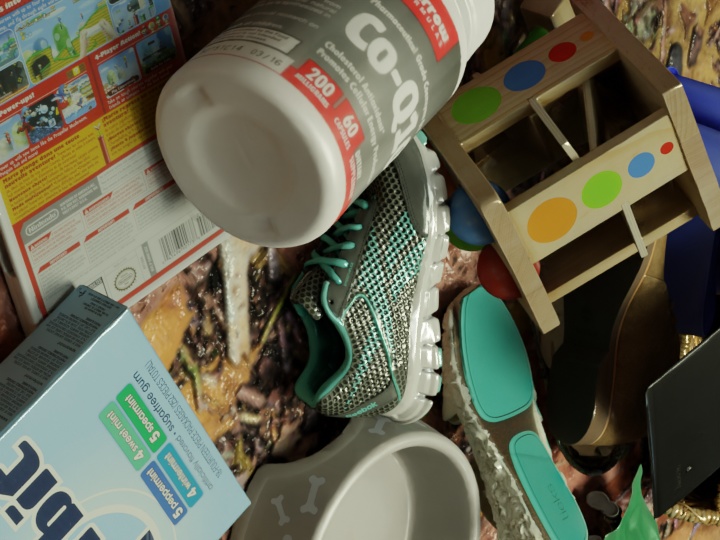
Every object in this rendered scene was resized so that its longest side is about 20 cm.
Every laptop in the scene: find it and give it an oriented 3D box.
[{"bbox_3d":[0.243,0.037,1.223,0.187,0.116,0.200,74,9,-54],"label":"laptop"}]

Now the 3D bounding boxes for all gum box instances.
[{"bbox_3d":[-0.165,0.137,0.915,0.200,0.045,0.170,-46,135,-22],"label":"gum box"}]

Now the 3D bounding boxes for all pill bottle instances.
[{"bbox_3d":[-0.012,-0.111,0.963,0.200,0.114,0.114,-48,134,-41],"label":"pill bottle"}]

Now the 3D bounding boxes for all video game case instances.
[{"bbox_3d":[-0.142,-0.072,0.911,0.143,0.017,0.200,-37,128,-36],"label":"video game case"}]

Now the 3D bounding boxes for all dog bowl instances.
[{"bbox_3d":[0.003,0.182,1.127,0.200,0.059,0.200,-17,114,-45],"label":"dog bowl"}]

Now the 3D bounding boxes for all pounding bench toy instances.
[{"bbox_3d":[0.108,-0.085,1.125,0.156,0.200,0.124,-31,133,0],"label":"pounding bench toy"}]

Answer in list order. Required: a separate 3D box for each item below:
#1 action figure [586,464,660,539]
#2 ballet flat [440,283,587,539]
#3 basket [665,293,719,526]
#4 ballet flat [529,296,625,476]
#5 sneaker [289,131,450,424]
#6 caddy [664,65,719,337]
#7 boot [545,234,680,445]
[{"bbox_3d":[0.213,0.255,1.397,0.118,0.055,0.200,-54,139,-26],"label":"action figure"},{"bbox_3d":[0.088,0.111,1.181,0.072,0.072,0.200,-8,75,-48],"label":"ballet flat"},{"bbox_3d":[0.329,0.105,1.395,0.149,0.143,0.200,-8,108,-63],"label":"basket"},{"bbox_3d":[0.158,0.066,1.254,0.074,0.074,0.200,-43,129,-32],"label":"ballet flat"},{"bbox_3d":[0.000,0.000,1.059,0.091,0.078,0.200,-6,99,-33],"label":"sneaker"},{"bbox_3d":[0.224,-0.049,1.274,0.141,0.105,0.200,-48,147,-50],"label":"caddy"},{"bbox_3d":[0.184,0.022,1.193,0.075,0.074,0.200,7,99,-31],"label":"boot"}]
